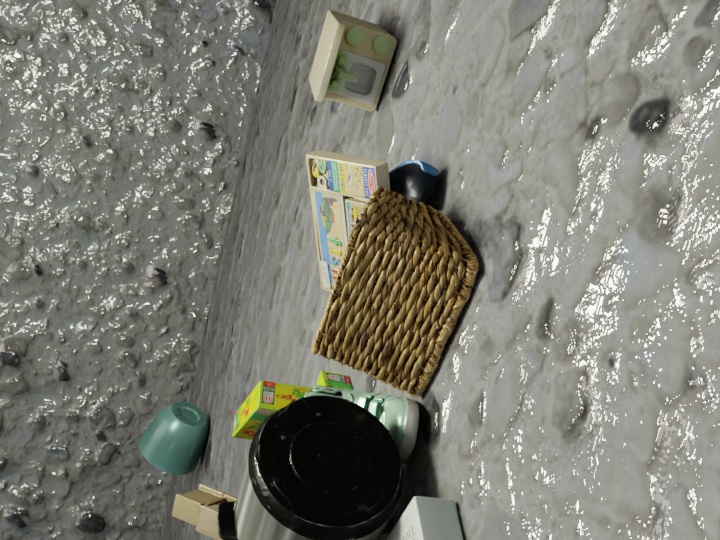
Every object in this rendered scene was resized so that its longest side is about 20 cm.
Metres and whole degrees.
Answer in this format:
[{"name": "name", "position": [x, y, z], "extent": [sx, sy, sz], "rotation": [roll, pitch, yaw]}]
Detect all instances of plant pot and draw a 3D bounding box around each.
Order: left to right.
[{"name": "plant pot", "position": [-0.578, 0.516, 2.431], "extent": [0.162, 0.199, 0.201], "rotation": [-60, 22, 15]}]

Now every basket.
[{"name": "basket", "position": [0.048, 0.021, 0.911], "extent": [0.143, 0.148, 0.201], "rotation": [-60, -10, -62]}]

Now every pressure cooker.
[{"name": "pressure cooker", "position": [-0.051, 0.263, 0.865], "extent": [0.179, 0.175, 0.201], "rotation": [-41, -21, -44]}]

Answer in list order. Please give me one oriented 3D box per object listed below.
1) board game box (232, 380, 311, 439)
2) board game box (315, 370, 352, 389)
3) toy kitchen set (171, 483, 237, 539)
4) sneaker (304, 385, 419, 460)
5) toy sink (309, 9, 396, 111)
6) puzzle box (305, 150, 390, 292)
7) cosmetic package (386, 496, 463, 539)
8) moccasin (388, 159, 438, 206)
[{"name": "board game box", "position": [-0.154, 0.254, 1.357], "extent": [0.200, 0.101, 0.048], "rotation": [129, 147, -57]}, {"name": "board game box", "position": [-0.035, 0.242, 1.099], "extent": [0.200, 0.047, 0.102], "rotation": [-116, 40, -63]}, {"name": "toy kitchen set", "position": [-0.188, 0.366, 1.345], "extent": [0.163, 0.198, 0.182], "rotation": [10, -87, -66]}, {"name": "sneaker", "position": [-0.009, 0.182, 0.934], "extent": [0.200, 0.117, 0.075], "rotation": [161, 121, -69]}, {"name": "toy sink", "position": [-0.013, -0.354, 1.304], "extent": [0.200, 0.111, 0.131], "rotation": [-106, 32, -66]}, {"name": "puzzle box", "position": [-0.010, -0.053, 1.021], "extent": [0.132, 0.025, 0.202], "rotation": [16, 121, 42]}, {"name": "cosmetic package", "position": [0.049, 0.347, 0.761], "extent": [0.151, 0.051, 0.201], "rotation": [-103, 30, -49]}, {"name": "moccasin", "position": [0.034, -0.084, 1.027], "extent": [0.200, 0.080, 0.069], "rotation": [139, 146, -65]}]
